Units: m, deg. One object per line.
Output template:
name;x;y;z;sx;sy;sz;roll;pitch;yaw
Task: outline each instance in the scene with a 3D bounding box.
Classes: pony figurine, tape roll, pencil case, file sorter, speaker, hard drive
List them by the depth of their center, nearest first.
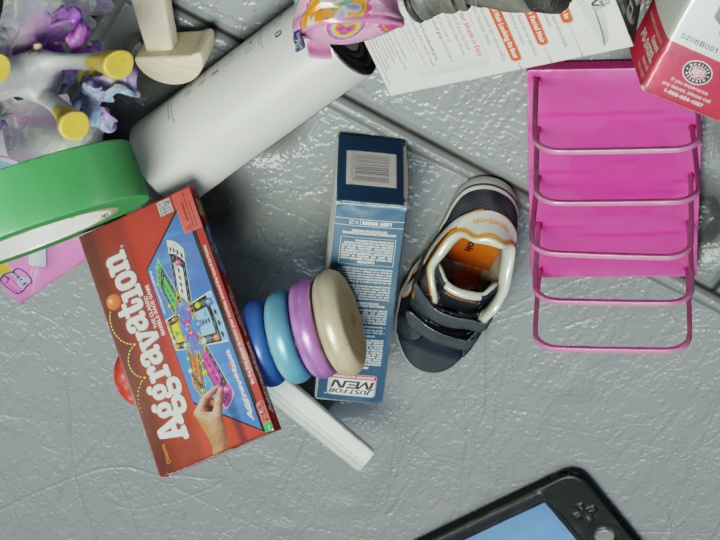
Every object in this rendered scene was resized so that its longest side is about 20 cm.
pencil case;-0.022;-0.256;1.506;0.087;0.087;0.202;-8;85;11
pony figurine;-0.248;-0.148;1.579;0.192;0.200;0.168;-6;105;-33
tape roll;-0.259;-0.042;1.597;0.199;0.200;0.048;-22;88;20
speaker;-0.087;-0.134;1.664;0.199;0.081;0.081;-34;116;25
file sorter;0.200;-0.047;1.671;0.138;0.126;0.201;0;126;6
hard drive;-0.084;0.086;1.798;0.200;0.132;0.026;41;87;-22

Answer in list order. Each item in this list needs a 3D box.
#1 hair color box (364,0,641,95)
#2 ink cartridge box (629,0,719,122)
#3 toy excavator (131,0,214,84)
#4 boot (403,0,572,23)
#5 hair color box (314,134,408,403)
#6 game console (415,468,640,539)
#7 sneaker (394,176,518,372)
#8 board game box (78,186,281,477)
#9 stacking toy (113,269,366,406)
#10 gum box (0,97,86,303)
hair color box;0.097;-0.207;1.581;0.199;0.064;0.111;-9;131;24
ink cartridge box;0.308;-0.207;1.558;0.144;0.084;0.201;21;118;-10
toy excavator;-0.133;-0.251;1.588;0.199;0.100;0.195;-22;120;35
boot;0.085;-0.276;1.490;0.131;0.070;0.202;4;86;29
hair color box;0.000;0.000;1.740;0.060;0.100;0.201;5;126;-3
game console;0.160;0.305;1.934;0.199;0.119;0.171;-29;119;23
sneaker;0.076;0.021;1.763;0.078;0.080;0.201;14;127;-5
board game box;-0.141;0.048;1.640;0.102;0.019;0.201;-23;80;17
stacking toy;-0.099;0.064;1.674;0.199;0.086;0.086;-15;123;13
gum box;-0.297;-0.083;1.728;0.113;0.066;0.200;-31;117;22
